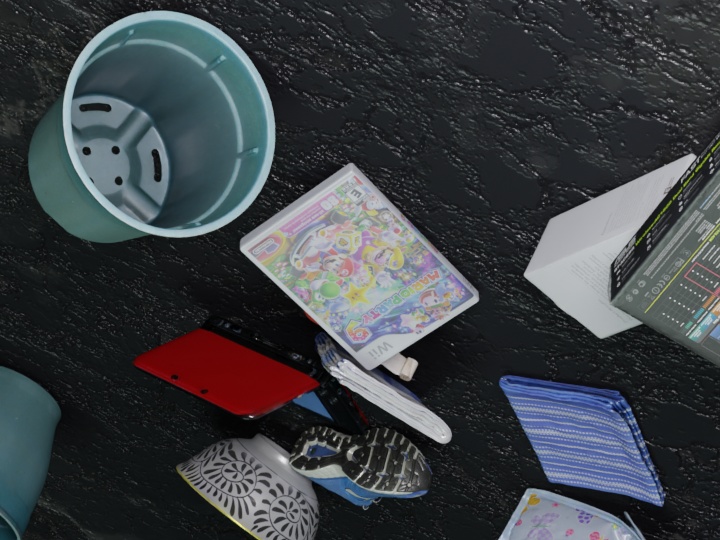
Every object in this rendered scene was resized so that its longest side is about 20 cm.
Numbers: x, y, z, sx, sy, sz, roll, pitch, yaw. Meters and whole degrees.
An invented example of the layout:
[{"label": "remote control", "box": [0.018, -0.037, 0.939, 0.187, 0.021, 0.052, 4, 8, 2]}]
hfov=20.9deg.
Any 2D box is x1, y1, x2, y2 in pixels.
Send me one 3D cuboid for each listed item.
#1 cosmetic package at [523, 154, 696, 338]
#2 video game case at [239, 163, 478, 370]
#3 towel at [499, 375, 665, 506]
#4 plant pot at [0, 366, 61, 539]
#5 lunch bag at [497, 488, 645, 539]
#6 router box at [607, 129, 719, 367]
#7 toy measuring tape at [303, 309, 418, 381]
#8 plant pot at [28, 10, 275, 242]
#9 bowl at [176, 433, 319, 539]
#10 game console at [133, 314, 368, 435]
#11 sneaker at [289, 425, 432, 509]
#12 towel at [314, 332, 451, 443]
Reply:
[{"label": "cosmetic package", "box": [0.245, -0.017, 1.680, 0.101, 0.072, 0.200, 38, 148, -18]}, {"label": "video game case", "box": [0.000, 0.000, 1.890, 0.143, 0.018, 0.200, -33, 121, 22]}, {"label": "towel", "box": [0.234, 0.181, 2.053, 0.144, 0.024, 0.200, 8, 146, 31]}, {"label": "plant pot", "box": [-0.492, 0.234, 2.548, 0.199, 0.189, 0.201, 19, 150, 12]}, {"label": "lunch bag", "box": [0.272, 0.351, 2.192, 0.199, 0.127, 0.170, 16, 148, 37]}, {"label": "router box", "box": [0.311, -0.021, 1.538, 0.149, 0.062, 0.200, 30, 121, -11]}, {"label": "toy measuring tape", "box": [0.000, 0.044, 1.978, 0.200, 0.074, 0.073, 41, 148, -23]}, {"label": "plant pot", "box": [-0.207, -0.113, 1.785, 0.200, 0.201, 0.196, 36, 157, -17]}, {"label": "bowl", "box": [-0.117, 0.260, 2.357, 0.200, 0.094, 0.201, 36, 178, 2]}, {"label": "game console", "box": [-0.118, 0.136, 2.125, 0.199, 0.119, 0.173, 22, 154, 40]}, {"label": "sneaker", "box": [0.013, 0.232, 2.272, 0.199, 0.079, 0.089, 7, 153, 45]}, {"label": "towel", "box": [0.021, 0.120, 2.037, 0.146, 0.024, 0.200, 32, -178, -10]}]
